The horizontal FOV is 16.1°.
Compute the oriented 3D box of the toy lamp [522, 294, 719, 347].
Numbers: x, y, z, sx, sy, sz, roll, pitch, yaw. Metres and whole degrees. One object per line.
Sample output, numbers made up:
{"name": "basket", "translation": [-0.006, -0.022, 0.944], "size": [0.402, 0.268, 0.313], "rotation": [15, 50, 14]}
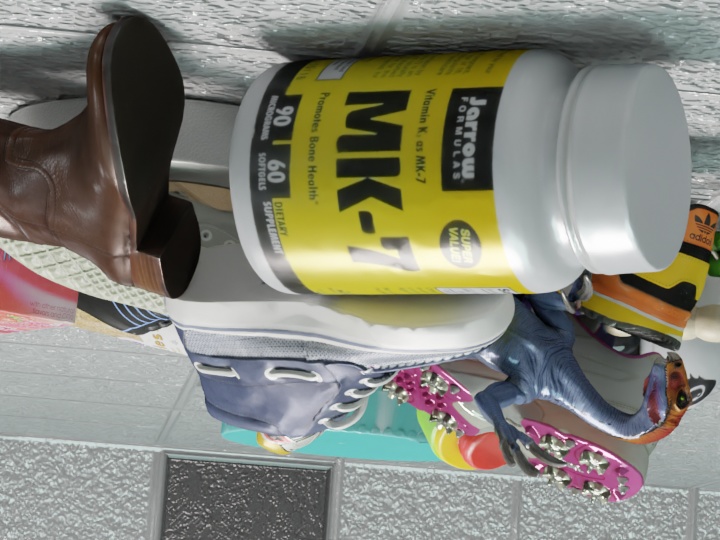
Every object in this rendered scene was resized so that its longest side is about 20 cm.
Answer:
{"name": "toy lamp", "translation": [0.191, 0.031, 1.470], "size": [0.198, 0.059, 0.058], "rotation": [5, 172, 22]}

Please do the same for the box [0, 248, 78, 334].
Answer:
{"name": "box", "translation": [-0.268, -0.028, 1.498], "size": [0.199, 0.104, 0.094], "rotation": [13, 167, -37]}

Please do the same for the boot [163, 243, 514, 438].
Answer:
{"name": "boot", "translation": [-0.004, 0.039, 1.298], "size": [0.199, 0.091, 0.073], "rotation": [5, -142, 33]}

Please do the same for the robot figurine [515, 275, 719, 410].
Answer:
{"name": "robot figurine", "translation": [0.137, 0.034, 1.610], "size": [0.198, 0.151, 0.125], "rotation": [0, 132, 10]}

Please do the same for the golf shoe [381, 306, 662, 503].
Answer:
{"name": "golf shoe", "translation": [0.082, 0.052, 1.430], "size": [0.199, 0.092, 0.075], "rotation": [28, 156, 11]}

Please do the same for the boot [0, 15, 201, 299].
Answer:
{"name": "boot", "translation": [-0.184, -0.071, 1.262], "size": [0.199, 0.064, 0.187], "rotation": [17, 140, 19]}

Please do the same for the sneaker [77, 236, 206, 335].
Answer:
{"name": "sneaker", "translation": [-0.118, 0.003, 1.573], "size": [0.199, 0.078, 0.070], "rotation": [15, -141, 34]}

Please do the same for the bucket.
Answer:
{"name": "bucket", "translation": [-0.008, 0.058, 1.806], "size": [0.205, 0.136, 0.207], "rotation": [5, 170, 1]}

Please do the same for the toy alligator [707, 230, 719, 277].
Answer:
{"name": "toy alligator", "translation": [0.237, -0.016, 1.497], "size": [0.199, 0.055, 0.059], "rotation": [15, 168, -40]}

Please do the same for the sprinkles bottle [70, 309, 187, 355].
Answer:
{"name": "sprinkles bottle", "translation": [-0.141, 0.018, 1.720], "size": [0.199, 0.069, 0.068], "rotation": [12, 174, 20]}

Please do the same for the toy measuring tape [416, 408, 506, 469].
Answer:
{"name": "toy measuring tape", "translation": [0.092, 0.097, 1.540], "size": [0.073, 0.074, 0.199], "rotation": [-4, 157, 41]}

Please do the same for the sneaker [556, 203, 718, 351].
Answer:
{"name": "sneaker", "translation": [0.128, -0.029, 1.430], "size": [0.070, 0.091, 0.200], "rotation": [21, -172, -39]}

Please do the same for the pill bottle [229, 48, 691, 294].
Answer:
{"name": "pill bottle", "translation": [0.048, -0.046, 1.205], "size": [0.199, 0.115, 0.114], "rotation": [-1, 170, 26]}

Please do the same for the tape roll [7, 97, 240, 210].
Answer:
{"name": "tape roll", "translation": [-0.102, -0.058, 1.441], "size": [0.201, 0.037, 0.203], "rotation": [5, 171, 1]}

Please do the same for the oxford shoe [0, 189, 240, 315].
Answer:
{"name": "oxford shoe", "translation": [-0.119, -0.021, 1.373], "size": [0.199, 0.058, 0.075], "rotation": [19, 142, -7]}

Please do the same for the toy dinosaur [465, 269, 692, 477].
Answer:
{"name": "toy dinosaur", "translation": [0.088, 0.024, 1.359], "size": [0.181, 0.105, 0.200], "rotation": [36, -170, -21]}

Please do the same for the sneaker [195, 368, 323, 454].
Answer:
{"name": "sneaker", "translation": [-0.084, 0.033, 1.620], "size": [0.078, 0.082, 0.200], "rotation": [15, -149, -53]}
